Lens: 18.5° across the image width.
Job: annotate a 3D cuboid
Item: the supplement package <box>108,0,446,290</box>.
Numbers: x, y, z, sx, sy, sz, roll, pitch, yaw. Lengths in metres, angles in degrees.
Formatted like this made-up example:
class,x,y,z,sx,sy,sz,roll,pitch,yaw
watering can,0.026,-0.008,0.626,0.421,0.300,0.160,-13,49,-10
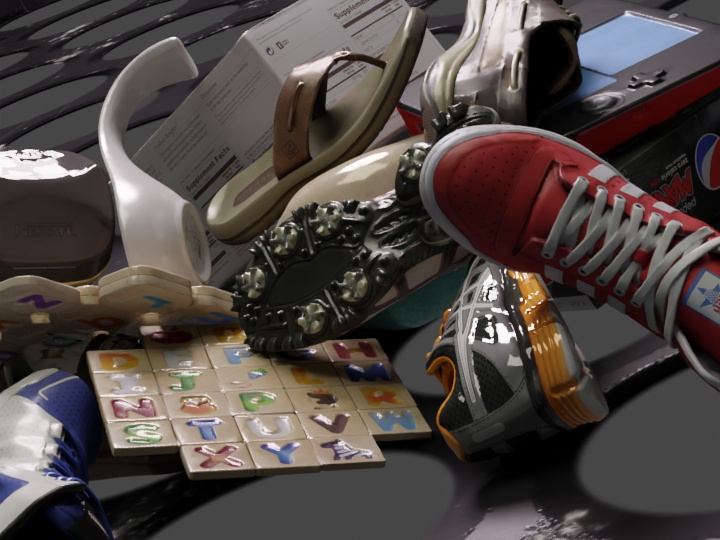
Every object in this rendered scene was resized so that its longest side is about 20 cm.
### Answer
class,x,y,z,sx,sy,sz,roll,pitch,yaw
supplement package,-0.053,-0.092,1.508,0.200,0.111,0.156,-41,-2,44

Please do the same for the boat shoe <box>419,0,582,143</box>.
class,x,y,z,sx,sy,sz,roll,pitch,yaw
boat shoe,0.095,-0.120,1.281,0.073,0.075,0.200,2,38,21

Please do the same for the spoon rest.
class,x,y,z,sx,sy,sz,roll,pitch,yaw
spoon rest,-0.130,-0.049,1.367,0.060,0.100,0.201,-12,56,13

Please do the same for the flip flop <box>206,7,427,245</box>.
class,x,y,z,sx,sy,sz,roll,pitch,yaw
flip flop,-0.034,-0.091,1.341,0.200,0.058,0.081,-38,19,31

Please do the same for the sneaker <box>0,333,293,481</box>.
class,x,y,z,sx,sy,sz,roll,pitch,yaw
sneaker,-0.124,0.071,1.247,0.199,0.076,0.070,-14,16,25

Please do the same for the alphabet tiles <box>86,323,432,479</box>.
class,x,y,z,sx,sy,sz,roll,pitch,yaw
alphabet tiles,-0.057,0.065,1.173,0.165,0.006,0.200,-2,20,-12

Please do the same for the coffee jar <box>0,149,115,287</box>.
class,x,y,z,sx,sy,sz,roll,pitch,yaw
coffee jar,-0.218,0.008,1.364,0.104,0.086,0.200,-1,-33,-24

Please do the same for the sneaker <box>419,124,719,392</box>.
class,x,y,z,sx,sy,sz,roll,pitch,yaw
sneaker,0.127,-0.005,1.028,0.072,0.199,0.112,-64,21,8

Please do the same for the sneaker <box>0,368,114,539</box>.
class,x,y,z,sx,sy,sz,roll,pitch,yaw
sneaker,-0.162,0.128,1.121,0.114,0.081,0.200,-8,26,27

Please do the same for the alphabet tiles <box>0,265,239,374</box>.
class,x,y,z,sx,sy,sz,roll,pitch,yaw
alphabet tiles,-0.167,0.038,1.289,0.199,0.015,0.195,-20,-25,34

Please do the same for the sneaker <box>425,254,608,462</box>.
class,x,y,z,sx,sy,sz,roll,pitch,yaw
sneaker,0.068,0.038,1.120,0.077,0.079,0.200,-30,12,6

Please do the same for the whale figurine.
class,x,y,z,sx,sy,sz,roll,pitch,yaw
whale figurine,0.000,0.000,1.334,0.159,0.104,0.200,-22,-12,-44

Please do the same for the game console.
class,x,y,z,sx,sy,sz,roll,pitch,yaw
game console,0.129,-0.118,1.351,0.176,0.031,0.200,-30,25,-15

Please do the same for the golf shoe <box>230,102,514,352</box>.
class,x,y,z,sx,sy,sz,roll,pitch,yaw
golf shoe,0.020,-0.010,1.206,0.199,0.078,0.088,-32,-27,24

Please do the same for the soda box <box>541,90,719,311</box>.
class,x,y,z,sx,sy,sz,roll,pitch,yaw
soda box,0.161,-0.046,1.299,0.071,0.064,0.200,-5,21,47
